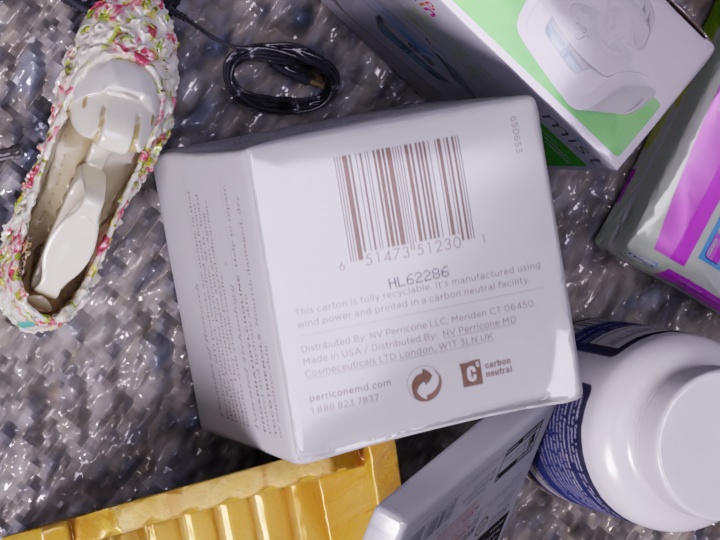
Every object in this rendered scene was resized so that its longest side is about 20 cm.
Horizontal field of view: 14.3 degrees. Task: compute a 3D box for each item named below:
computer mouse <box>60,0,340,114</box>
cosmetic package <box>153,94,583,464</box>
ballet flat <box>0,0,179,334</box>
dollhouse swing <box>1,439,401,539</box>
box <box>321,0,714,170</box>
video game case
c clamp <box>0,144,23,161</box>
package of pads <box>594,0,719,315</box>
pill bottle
[{"bbox_3d":[-0.098,-0.143,1.608,0.200,0.034,0.059,30,92,-24],"label":"computer mouse"},{"bbox_3d":[0.000,0.000,1.554,0.167,0.200,0.167,-12,95,-17],"label":"cosmetic package"},{"bbox_3d":[-0.144,-0.055,1.560,0.075,0.064,0.201,17,97,-17],"label":"ballet flat"},{"bbox_3d":[-0.074,0.202,1.568,0.199,0.182,0.177,-13,87,-17],"label":"dollhouse swing"},{"bbox_3d":[0.070,-0.154,1.583,0.200,0.176,0.097,43,80,-16],"label":"box"},{"bbox_3d":[0.032,0.168,1.560,0.023,0.200,0.182,28,119,17],"label":"video game case"},{"bbox_3d":[-0.289,-0.129,1.537,0.170,0.027,0.201,-20,107,-16],"label":"c clamp"},{"bbox_3d":[0.254,-0.065,1.705,0.154,0.068,0.201,29,84,-17],"label":"package of pads"},{"bbox_3d":[0.163,0.088,1.613,0.111,0.200,0.112,-1,93,-18],"label":"pill bottle"}]
